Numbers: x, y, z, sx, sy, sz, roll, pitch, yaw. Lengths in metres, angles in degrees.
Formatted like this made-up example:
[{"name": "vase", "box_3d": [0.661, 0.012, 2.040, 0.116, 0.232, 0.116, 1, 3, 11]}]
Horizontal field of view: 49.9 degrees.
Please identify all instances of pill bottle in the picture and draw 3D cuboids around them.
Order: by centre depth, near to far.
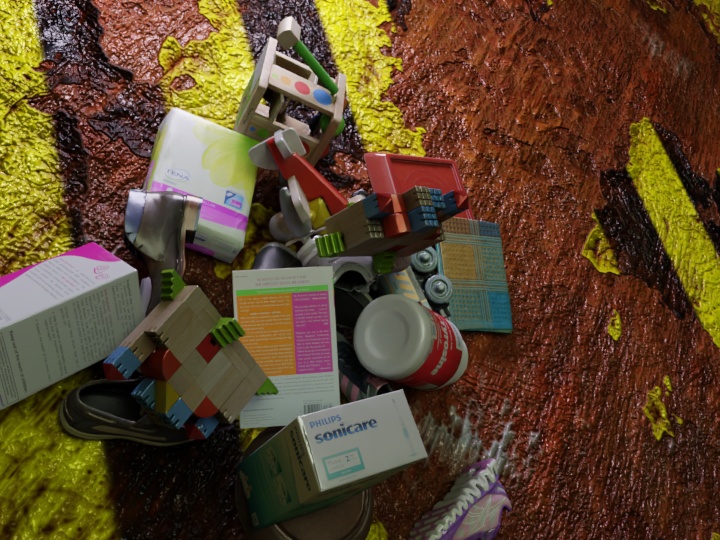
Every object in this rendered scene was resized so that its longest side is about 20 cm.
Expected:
[{"name": "pill bottle", "box_3d": [0.081, 0.109, 1.103, 0.200, 0.111, 0.113, 29, 41, -58]}]

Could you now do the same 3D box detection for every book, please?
[{"name": "book", "box_3d": [-0.095, 0.098, 1.005, 0.132, 0.048, 0.203, -2, 90, -4]}]

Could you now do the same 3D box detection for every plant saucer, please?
[{"name": "plant saucer", "box_3d": [-0.063, 0.286, 1.004, 0.198, 0.034, 0.202, 15, 57, -24]}, {"name": "plant saucer", "box_3d": [0.118, -0.125, 1.362, 0.198, 0.037, 0.202, 1, 63, -31]}]

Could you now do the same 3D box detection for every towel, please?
[{"name": "towel", "box_3d": [0.190, 0.008, 1.310, 0.145, 0.022, 0.203, 7, 69, -31]}]

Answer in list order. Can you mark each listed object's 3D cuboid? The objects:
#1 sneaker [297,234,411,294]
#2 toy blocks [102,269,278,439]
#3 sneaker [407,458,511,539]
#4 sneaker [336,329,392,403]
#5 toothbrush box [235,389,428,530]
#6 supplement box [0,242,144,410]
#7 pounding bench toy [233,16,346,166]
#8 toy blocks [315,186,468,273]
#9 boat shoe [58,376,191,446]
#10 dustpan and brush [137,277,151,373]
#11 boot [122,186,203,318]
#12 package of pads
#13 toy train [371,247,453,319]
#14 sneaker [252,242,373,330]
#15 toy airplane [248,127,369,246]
[{"name": "sneaker", "box_3d": [0.000, 0.000, 1.107, 0.198, 0.075, 0.083, -4, 59, -41]}, {"name": "toy blocks", "box_3d": [-0.201, 0.120, 0.896, 0.137, 0.099, 0.201, -52, 122, -33]}, {"name": "sneaker", "box_3d": [0.145, 0.349, 1.069, 0.199, 0.080, 0.089, -32, 89, -41]}, {"name": "sneaker", "box_3d": [0.003, 0.151, 1.092, 0.070, 0.082, 0.201, -31, 81, -37]}, {"name": "toothbrush box", "box_3d": [-0.039, 0.223, 0.904, 0.145, 0.200, 0.086, -8, 66, -35]}, {"name": "supplement box", "box_3d": [-0.361, 0.058, 0.890, 0.101, 0.104, 0.199, 26, 40, 36]}, {"name": "pounding bench toy", "box_3d": [-0.089, -0.277, 1.212, 0.155, 0.200, 0.125, 21, 47, -18]}, {"name": "toy blocks", "box_3d": [0.055, -0.064, 1.025, 0.199, 0.136, 0.101, -2, 73, -45]}, {"name": "boat shoe", "box_3d": [-0.255, 0.168, 0.931, 0.198, 0.073, 0.075, 2, 61, -30]}, {"name": "dustpan and brush", "box_3d": [-0.203, 0.095, 1.029, 0.198, 0.057, 0.141, 12, 49, -17]}, {"name": "boot", "box_3d": [-0.269, -0.015, 0.986, 0.096, 0.075, 0.202, 15, 61, -13]}, {"name": "package of pads", "box_3d": [-0.234, -0.127, 1.126, 0.153, 0.068, 0.202, 20, 53, -21]}, {"name": "toy train", "box_3d": [0.065, 0.003, 1.221, 0.113, 0.085, 0.202, -22, 78, -14]}, {"name": "sneaker", "box_3d": [-0.072, 0.047, 1.099, 0.198, 0.075, 0.106, 28, 30, -3]}, {"name": "toy airplane", "box_3d": [-0.091, -0.107, 1.135, 0.199, 0.141, 0.200, 48, 11, 27]}]
